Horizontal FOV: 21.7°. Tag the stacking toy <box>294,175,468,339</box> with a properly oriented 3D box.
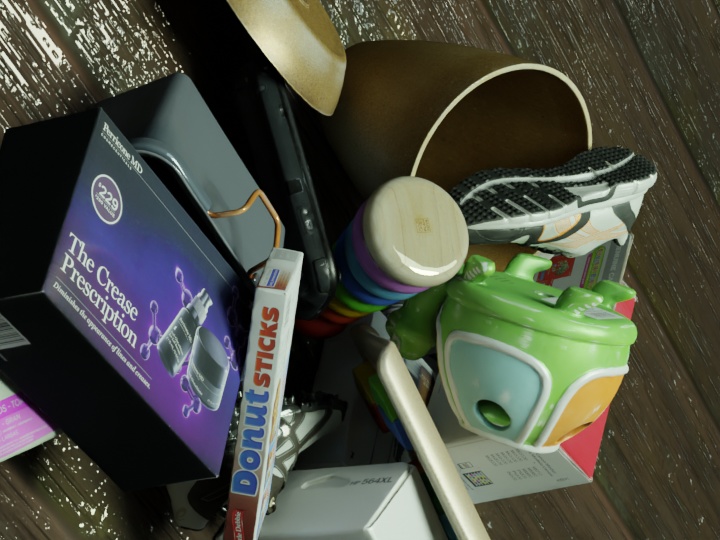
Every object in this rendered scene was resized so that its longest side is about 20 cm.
[{"bbox_3d":[0.000,0.000,1.441,0.085,0.200,0.086,10,67,-25],"label":"stacking toy"}]

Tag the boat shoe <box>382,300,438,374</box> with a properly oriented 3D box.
[{"bbox_3d":[0.085,0.061,1.684,0.200,0.070,0.066,33,54,-41],"label":"boat shoe"}]

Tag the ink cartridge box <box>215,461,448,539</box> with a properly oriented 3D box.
[{"bbox_3d":[0.002,0.251,1.391,0.084,0.146,0.200,-48,121,-48],"label":"ink cartridge box"}]

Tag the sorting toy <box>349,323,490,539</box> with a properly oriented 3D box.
[{"bbox_3d":[0.041,0.134,1.425,0.186,0.036,0.200,64,-3,-6],"label":"sorting toy"}]

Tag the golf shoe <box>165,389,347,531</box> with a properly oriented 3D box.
[{"bbox_3d":[-0.081,0.136,1.377,0.200,0.078,0.095,-8,98,-53],"label":"golf shoe"}]

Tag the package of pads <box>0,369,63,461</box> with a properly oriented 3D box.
[{"bbox_3d":[-0.234,0.036,1.144,0.200,0.068,0.155,-27,104,-60],"label":"package of pads"}]

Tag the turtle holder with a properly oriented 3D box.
[{"bbox_3d":[0.109,0.058,1.413,0.141,0.185,0.132,-62,167,-81],"label":"turtle holder"}]

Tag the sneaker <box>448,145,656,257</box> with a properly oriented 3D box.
[{"bbox_3d":[0.147,-0.039,1.470,0.199,0.074,0.080,-11,128,-31],"label":"sneaker"}]

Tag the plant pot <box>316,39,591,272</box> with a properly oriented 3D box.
[{"bbox_3d":[0.056,-0.112,1.542,0.186,0.200,0.187,-18,123,-30],"label":"plant pot"}]

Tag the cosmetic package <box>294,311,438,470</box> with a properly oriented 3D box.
[{"bbox_3d":[0.029,0.149,1.569,0.200,0.052,0.151,48,44,-40],"label":"cosmetic package"}]

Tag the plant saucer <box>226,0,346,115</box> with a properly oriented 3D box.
[{"bbox_3d":[-0.065,-0.213,1.460,0.200,0.035,0.200,53,12,-17],"label":"plant saucer"}]

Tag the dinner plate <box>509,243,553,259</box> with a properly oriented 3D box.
[{"bbox_3d":[0.101,-0.066,1.612,0.024,0.200,0.201,47,43,-47],"label":"dinner plate"}]

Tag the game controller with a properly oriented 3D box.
[{"bbox_3d":[-0.059,-0.063,1.431,0.104,0.042,0.201,114,-38,-72],"label":"game controller"}]

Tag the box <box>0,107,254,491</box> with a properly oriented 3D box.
[{"bbox_3d":[-0.152,0.021,1.149,0.200,0.079,0.141,53,34,-43],"label":"box"}]

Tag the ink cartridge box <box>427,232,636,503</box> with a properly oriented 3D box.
[{"bbox_3d":[0.157,0.081,1.567,0.084,0.175,0.200,46,46,-30],"label":"ink cartridge box"}]

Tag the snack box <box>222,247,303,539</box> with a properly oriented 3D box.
[{"bbox_3d":[-0.065,0.090,1.245,0.072,0.024,0.201,-75,174,-67],"label":"snack box"}]

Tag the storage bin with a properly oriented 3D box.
[{"bbox_3d":[-0.122,-0.037,1.304,0.200,0.145,0.135,58,26,-32],"label":"storage bin"}]
